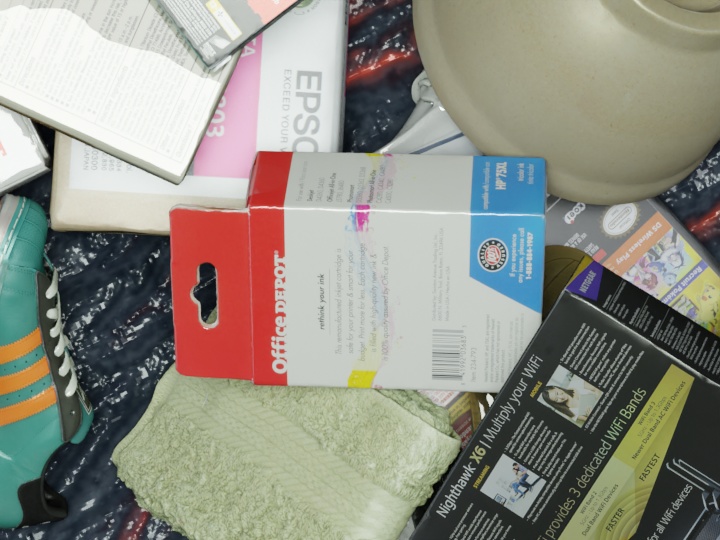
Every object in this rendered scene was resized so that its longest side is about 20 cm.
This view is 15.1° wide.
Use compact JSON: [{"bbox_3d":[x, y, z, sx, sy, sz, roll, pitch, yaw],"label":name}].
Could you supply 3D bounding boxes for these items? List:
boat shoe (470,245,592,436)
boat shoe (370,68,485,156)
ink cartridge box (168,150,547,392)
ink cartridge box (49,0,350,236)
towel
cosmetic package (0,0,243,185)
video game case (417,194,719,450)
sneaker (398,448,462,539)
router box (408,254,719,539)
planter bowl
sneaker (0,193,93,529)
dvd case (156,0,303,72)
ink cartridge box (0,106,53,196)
[{"bbox_3d":[0.098,0.086,1.553,0.073,0.063,0.201,6,84,6],"label":"boat shoe"},{"bbox_3d":[0.060,-0.094,1.550,0.200,0.074,0.065,-30,88,-25],"label":"boat shoe"},{"bbox_3d":[0.000,0.000,1.477,0.199,0.067,0.116,2,122,3],"label":"ink cartridge box"},{"bbox_3d":[-0.090,-0.117,1.556,0.164,0.075,0.201,2,90,0],"label":"ink cartridge box"},{"bbox_3d":[-0.046,0.104,1.530,0.200,0.036,0.149,33,92,37],"label":"towel"},{"bbox_3d":[-0.167,-0.132,1.475,0.200,0.071,0.105,26,88,-5],"label":"cosmetic package"},{"bbox_3d":[0.115,0.041,1.588,0.200,0.026,0.181,-43,91,-1],"label":"video game case"},{"bbox_3d":[0.019,0.178,1.573,0.079,0.074,0.201,2,100,33],"label":"sneaker"},{"bbox_3d":[0.133,0.116,1.445,0.157,0.052,0.200,32,118,3],"label":"router box"},{"bbox_3d":[0.146,-0.154,1.488,0.200,0.135,0.201,10,63,-21],"label":"planter bowl"},{"bbox_3d":[-0.188,0.054,1.551,0.080,0.071,0.201,8,111,-7],"label":"sneaker"},{"bbox_3d":[-0.043,-0.221,1.420,0.200,0.022,0.146,-37,96,7],"label":"dvd case"},{"bbox_3d":[-0.294,-0.079,1.546,0.200,0.086,0.147,-26,91,-3],"label":"ink cartridge box"}]
